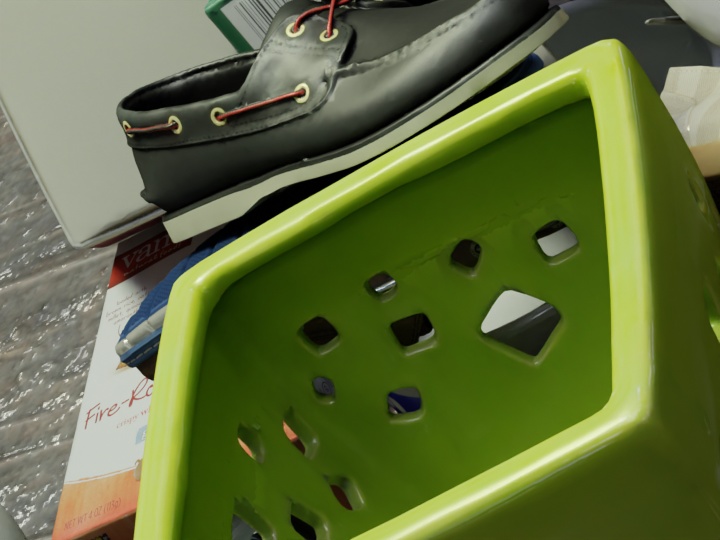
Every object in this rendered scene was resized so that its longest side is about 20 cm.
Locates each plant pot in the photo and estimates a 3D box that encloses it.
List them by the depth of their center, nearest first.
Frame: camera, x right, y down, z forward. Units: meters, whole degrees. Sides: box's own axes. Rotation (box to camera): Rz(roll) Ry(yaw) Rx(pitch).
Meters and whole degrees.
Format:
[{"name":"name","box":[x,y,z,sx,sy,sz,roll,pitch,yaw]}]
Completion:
[{"name":"plant pot","box":[0.055,0.078,0.913,0.199,0.182,0.200,-27,34,22]}]

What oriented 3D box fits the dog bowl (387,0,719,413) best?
[{"name":"dog bowl","box":[0.082,-0.016,1.102,0.199,0.079,0.201,-29,32,20]}]

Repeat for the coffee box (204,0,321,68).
[{"name":"coffee box","box":[0.038,-0.158,1.048,0.199,0.044,0.123,-32,15,31]}]

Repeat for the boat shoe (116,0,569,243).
[{"name":"boat shoe","box":[-0.013,-0.069,0.992,0.201,0.063,0.074,-21,12,41]}]

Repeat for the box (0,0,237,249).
[{"name":"box","box":[-0.107,-0.088,1.266,0.108,0.129,0.200,-26,1,-1]}]

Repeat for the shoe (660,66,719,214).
[{"name":"shoe","box":[0.173,-0.052,0.924,0.199,0.070,0.054,-4,68,46]}]

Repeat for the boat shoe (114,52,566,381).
[{"name":"boat shoe","box":[0.000,0.000,1.015,0.199,0.073,0.072,-30,15,19]}]

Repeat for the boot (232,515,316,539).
[{"name":"boot","box":[-0.104,0.161,1.094,0.162,0.073,0.199,15,67,52]}]

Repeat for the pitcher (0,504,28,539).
[{"name":"pitcher","box":[-0.177,0.186,1.014,0.172,0.121,0.201,-47,49,34]}]

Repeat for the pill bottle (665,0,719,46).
[{"name":"pill bottle","box":[0.165,-0.145,0.988,0.116,0.117,0.200,-30,6,18]}]

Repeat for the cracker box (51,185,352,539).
[{"name":"cracker box","box":[-0.056,0.043,1.202,0.133,0.058,0.201,-26,33,25]}]

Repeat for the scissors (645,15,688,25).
[{"name":"scissors","box":[0.150,-0.100,1.066,0.073,0.199,0.014,23,109,41]}]

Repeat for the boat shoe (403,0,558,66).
[{"name":"boat shoe","box":[0.023,-0.083,1.107,0.059,0.072,0.200,-43,25,-8]}]
